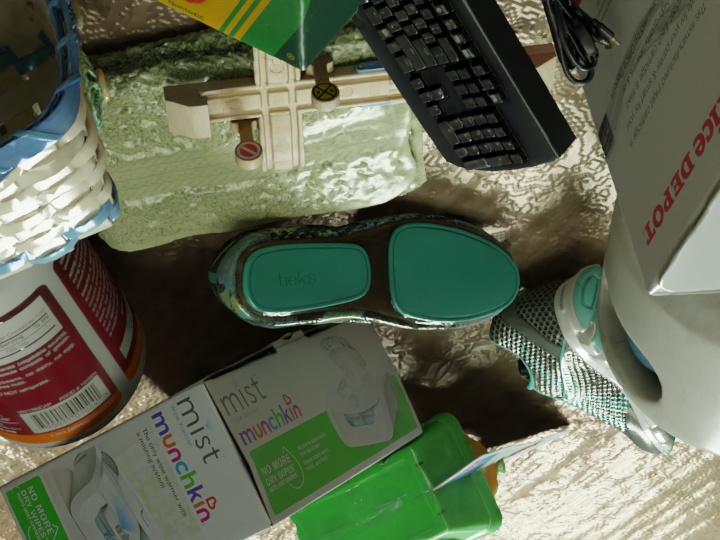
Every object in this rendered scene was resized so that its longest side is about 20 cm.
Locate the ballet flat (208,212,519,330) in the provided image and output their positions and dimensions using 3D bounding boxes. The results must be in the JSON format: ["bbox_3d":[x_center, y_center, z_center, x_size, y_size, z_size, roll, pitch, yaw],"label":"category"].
[{"bbox_3d":[0.000,0.000,0.927,0.199,0.074,0.074,4,145,-31],"label":"ballet flat"}]

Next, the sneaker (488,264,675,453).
[{"bbox_3d":[0.152,0.062,1.036,0.091,0.078,0.200,-7,143,31],"label":"sneaker"}]

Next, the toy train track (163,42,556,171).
[{"bbox_3d":[0.002,-0.085,0.784,0.199,0.033,0.115,-8,142,-5],"label":"toy train track"}]

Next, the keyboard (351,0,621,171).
[{"bbox_3d":[0.038,-0.129,0.699,0.127,0.021,0.200,-11,124,44],"label":"keyboard"}]

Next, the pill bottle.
[{"bbox_3d":[-0.204,0.007,0.873,0.113,0.113,0.200,-11,143,9],"label":"pill bottle"}]

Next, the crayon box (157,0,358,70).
[{"bbox_3d":[-0.063,-0.187,0.628,0.127,0.051,0.200,27,147,18],"label":"crayon box"}]

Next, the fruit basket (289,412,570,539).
[{"bbox_3d":[0.046,0.167,1.099,0.185,0.094,0.200,-29,163,21],"label":"fruit basket"}]

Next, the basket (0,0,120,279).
[{"bbox_3d":[-0.197,-0.098,0.690,0.139,0.177,0.200,-29,147,6],"label":"basket"}]

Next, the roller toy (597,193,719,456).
[{"bbox_3d":[0.227,0.005,0.861,0.182,0.200,0.140,24,148,18],"label":"roller toy"}]

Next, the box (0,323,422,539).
[{"bbox_3d":[-0.088,0.115,0.971,0.176,0.097,0.200,-28,176,28],"label":"box"}]

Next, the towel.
[{"bbox_3d":[-0.066,-0.074,0.843,0.199,0.037,0.149,-9,143,6],"label":"towel"}]

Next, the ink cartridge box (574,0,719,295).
[{"bbox_3d":[0.160,-0.108,0.674,0.083,0.200,0.145,-1,144,-16],"label":"ink cartridge box"}]
